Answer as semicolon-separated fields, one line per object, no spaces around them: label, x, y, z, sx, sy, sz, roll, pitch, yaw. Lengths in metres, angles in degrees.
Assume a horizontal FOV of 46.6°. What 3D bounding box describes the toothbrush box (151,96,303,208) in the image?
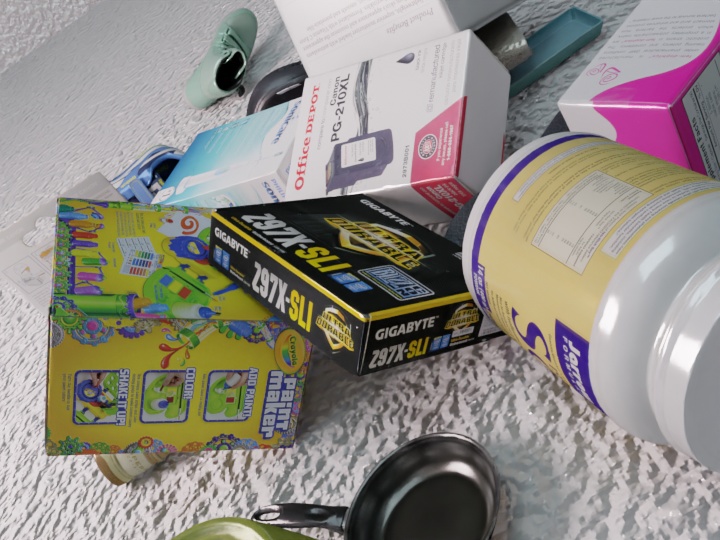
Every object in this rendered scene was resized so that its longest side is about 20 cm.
toothbrush box;-0.125;-0.108;0.964;0.198;0.086;0.147;-13;39;33

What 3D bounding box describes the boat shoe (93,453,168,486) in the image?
boat shoe;-0.208;0.108;0.796;0.062;0.074;0.202;-22;46;9

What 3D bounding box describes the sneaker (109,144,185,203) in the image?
sneaker;-0.302;-0.097;1.130;0.082;0.074;0.201;10;56;46

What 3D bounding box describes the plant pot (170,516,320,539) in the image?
plant pot;-0.020;0.205;0.371;0.185;0.201;0.188;-24;35;18

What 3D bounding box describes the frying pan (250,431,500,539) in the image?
frying pan;0.009;0.173;0.540;0.189;0.031;0.116;-30;33;17

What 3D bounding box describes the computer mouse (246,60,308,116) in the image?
computer mouse;-0.093;-0.290;1.197;0.199;0.046;0.141;-32;34;8

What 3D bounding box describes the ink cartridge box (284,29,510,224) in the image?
ink cartridge box;0.032;-0.122;0.794;0.198;0.084;0.147;-6;67;38

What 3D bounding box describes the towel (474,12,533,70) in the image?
towel;0.115;-0.232;0.919;0.132;0.035;0.201;-31;23;17

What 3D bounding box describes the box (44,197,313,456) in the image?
box;-0.157;0.039;0.692;0.190;0.124;0.200;3;27;-19

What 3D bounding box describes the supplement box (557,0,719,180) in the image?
supplement box;0.260;-0.156;0.650;0.200;0.104;0.101;-47;34;-19

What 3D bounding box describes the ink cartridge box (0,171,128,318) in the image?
ink cartridge box;-0.260;-0.005;0.855;0.161;0.201;0.057;-28;35;11

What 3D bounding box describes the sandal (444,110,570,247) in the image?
sandal;0.149;-0.061;0.692;0.200;0.043;0.076;-44;41;-10

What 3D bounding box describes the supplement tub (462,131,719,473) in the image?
supplement tub;0.166;0.010;0.492;0.145;0.146;0.200;-39;32;-5

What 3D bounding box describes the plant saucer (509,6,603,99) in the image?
plant saucer;0.161;-0.209;0.886;0.199;0.019;0.070;-36;33;4

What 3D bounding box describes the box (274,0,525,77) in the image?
box;0.051;-0.296;0.873;0.197;0.132;0.200;-12;19;44

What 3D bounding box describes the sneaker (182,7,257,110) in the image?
sneaker;-0.196;-0.345;1.333;0.117;0.074;0.202;-3;55;50

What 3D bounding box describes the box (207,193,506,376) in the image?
box;0.000;0.000;0.635;0.158;0.050;0.199;-11;30;-37
